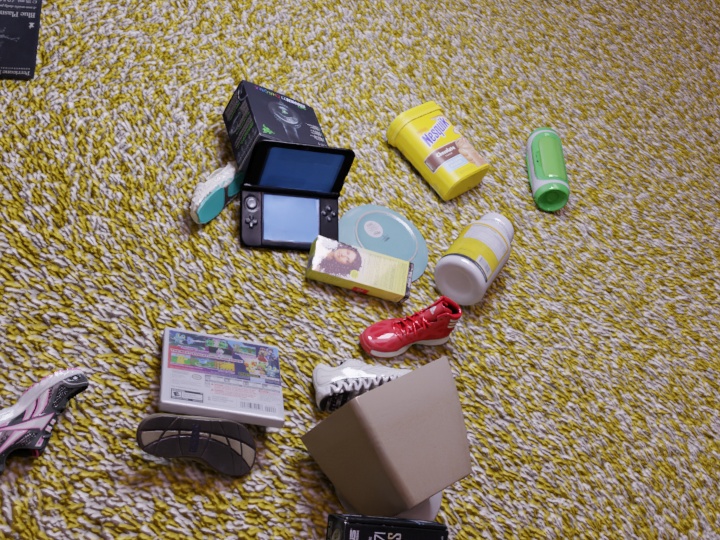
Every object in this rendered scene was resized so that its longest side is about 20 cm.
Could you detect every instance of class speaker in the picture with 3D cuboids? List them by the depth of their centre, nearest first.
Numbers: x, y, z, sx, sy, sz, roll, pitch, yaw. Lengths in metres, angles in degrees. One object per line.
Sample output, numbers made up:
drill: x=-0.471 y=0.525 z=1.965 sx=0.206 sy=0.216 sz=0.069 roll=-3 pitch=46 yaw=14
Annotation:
speaker: x=0.430 y=-0.234 z=2.137 sx=0.087 sy=0.089 sz=0.202 roll=14 pitch=49 yaw=-15

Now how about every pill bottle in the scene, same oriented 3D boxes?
pill bottle: x=0.234 y=-0.029 z=1.856 sx=0.111 sy=0.113 sz=0.200 roll=36 pitch=46 yaw=6

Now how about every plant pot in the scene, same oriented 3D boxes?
plant pot: x=0.058 y=0.276 z=1.448 sx=0.198 sy=0.200 sz=0.179 roll=-19 pitch=75 yaw=-35

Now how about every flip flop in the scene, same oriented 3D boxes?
flip flop: x=-0.250 y=0.262 z=1.419 sx=0.197 sy=0.057 sz=0.083 roll=15 pitch=78 yaw=-27

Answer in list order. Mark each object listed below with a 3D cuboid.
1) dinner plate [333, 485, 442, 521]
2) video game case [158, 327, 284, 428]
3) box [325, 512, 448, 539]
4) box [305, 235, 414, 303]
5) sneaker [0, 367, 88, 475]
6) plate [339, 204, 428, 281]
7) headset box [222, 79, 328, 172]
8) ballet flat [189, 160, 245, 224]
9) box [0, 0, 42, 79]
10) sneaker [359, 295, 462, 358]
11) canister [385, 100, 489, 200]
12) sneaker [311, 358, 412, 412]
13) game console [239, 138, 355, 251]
dinner plate: x=0.048 y=0.339 z=1.530 sx=0.197 sy=0.024 sz=0.202 roll=14 pitch=48 yaw=-15
video game case: x=-0.224 y=0.171 z=1.501 sx=0.197 sy=0.023 sz=0.183 roll=11 pitch=33 yaw=-17
box: x=0.030 y=0.456 z=1.325 sx=0.161 sy=0.086 sz=0.204 roll=10 pitch=79 yaw=-18
box: x=0.000 y=0.000 z=1.750 sx=0.197 sy=0.050 sz=0.076 roll=15 pitch=67 yaw=-15
sneaker: x=-0.474 y=0.225 z=1.346 sx=0.199 sy=0.080 sz=0.087 roll=-36 pitch=85 yaw=-33
plate: x=0.049 y=-0.059 z=1.851 sx=0.197 sy=0.026 sz=0.203 roll=13 pitch=50 yaw=-16
headset box: x=-0.161 y=-0.255 z=1.811 sx=0.172 sy=0.093 sz=0.201 roll=17 pitch=35 yaw=-32
ballet flat: x=-0.273 y=-0.151 z=1.750 sx=0.071 sy=0.072 sz=0.200 roll=36 pitch=42 yaw=6
box: x=-0.693 y=-0.466 z=1.699 sx=0.194 sy=0.201 sz=0.119 roll=-3 pitch=54 yaw=-27
sneaker: x=0.097 y=0.090 z=1.690 sx=0.198 sy=0.116 sz=0.079 roll=-12 pitch=59 yaw=-33
canister: x=0.171 y=-0.261 z=2.033 sx=0.148 sy=0.087 sz=0.201 roll=-28 pitch=70 yaw=-38
sneaker: x=0.008 y=0.186 z=1.605 sx=0.197 sy=0.076 sz=0.082 roll=-2 pitch=45 yaw=-28
game console: x=-0.116 y=-0.134 z=1.728 sx=0.197 sy=0.116 sz=0.179 roll=4 pitch=79 yaw=-23
